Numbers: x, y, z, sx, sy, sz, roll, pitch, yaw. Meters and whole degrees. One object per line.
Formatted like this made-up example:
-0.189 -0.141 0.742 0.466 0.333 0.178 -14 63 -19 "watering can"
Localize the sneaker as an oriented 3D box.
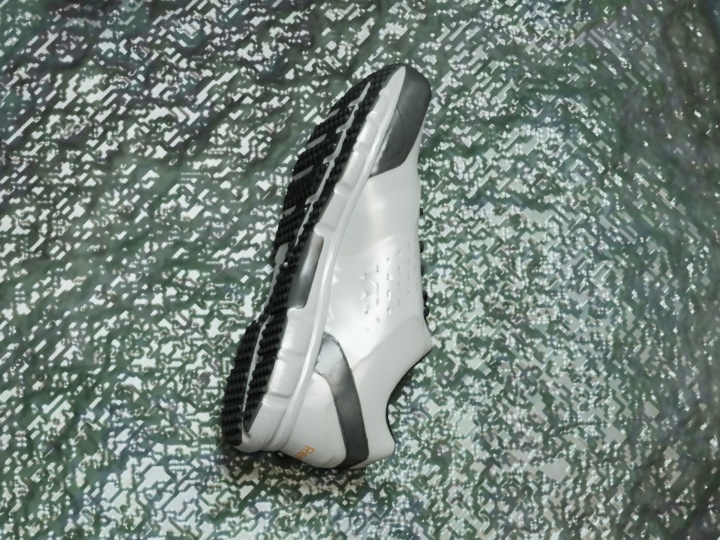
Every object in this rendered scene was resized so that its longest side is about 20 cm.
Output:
0.000 0.000 1.063 0.080 0.074 0.201 22 77 -18 "sneaker"
